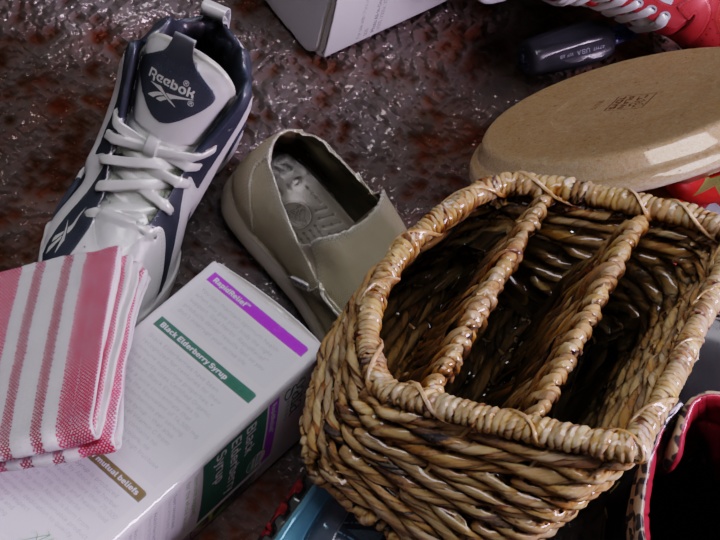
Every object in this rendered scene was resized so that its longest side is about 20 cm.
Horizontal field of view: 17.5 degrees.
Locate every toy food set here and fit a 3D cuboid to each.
[{"bbox_3d":[0.152,-0.072,1.285,0.198,0.049,0.200,-10,21,19],"label":"toy food set"}]

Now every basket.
[{"bbox_3d":[0.073,0.029,1.131,0.143,0.149,0.200,39,43,-2],"label":"basket"}]

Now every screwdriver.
[{"bbox_3d":[0.181,-0.154,1.428,0.200,0.028,0.029,-21,90,-25],"label":"screwdriver"}]

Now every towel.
[{"bbox_3d":[-0.203,0.059,1.143,0.200,0.030,0.146,-13,35,12],"label":"towel"}]

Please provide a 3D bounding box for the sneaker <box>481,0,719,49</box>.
[{"bbox_3d":[0.139,-0.165,1.353,0.200,0.071,0.113,47,70,-15],"label":"sneaker"}]

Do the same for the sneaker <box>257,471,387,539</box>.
[{"bbox_3d":[-0.010,0.157,1.156,0.095,0.079,0.200,36,62,-2],"label":"sneaker"}]

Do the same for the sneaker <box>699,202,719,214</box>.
[{"bbox_3d":[0.183,-0.026,1.310,0.112,0.071,0.200,21,56,1],"label":"sneaker"}]

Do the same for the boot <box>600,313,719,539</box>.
[{"bbox_3d":[0.164,0.093,1.153,0.073,0.151,0.200,22,69,4],"label":"boot"}]

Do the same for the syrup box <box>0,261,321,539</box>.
[{"bbox_3d":[-0.112,0.094,1.165,0.081,0.079,0.200,39,57,17],"label":"syrup box"}]

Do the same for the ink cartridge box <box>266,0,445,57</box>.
[{"bbox_3d":[0.018,-0.235,1.416,0.200,0.088,0.145,-28,65,-24],"label":"ink cartridge box"}]

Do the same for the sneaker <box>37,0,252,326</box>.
[{"bbox_3d":[-0.112,-0.063,1.243,0.079,0.130,0.199,27,55,10],"label":"sneaker"}]

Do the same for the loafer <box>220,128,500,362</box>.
[{"bbox_3d":[0.000,0.000,1.258,0.200,0.068,0.076,42,59,18],"label":"loafer"}]
